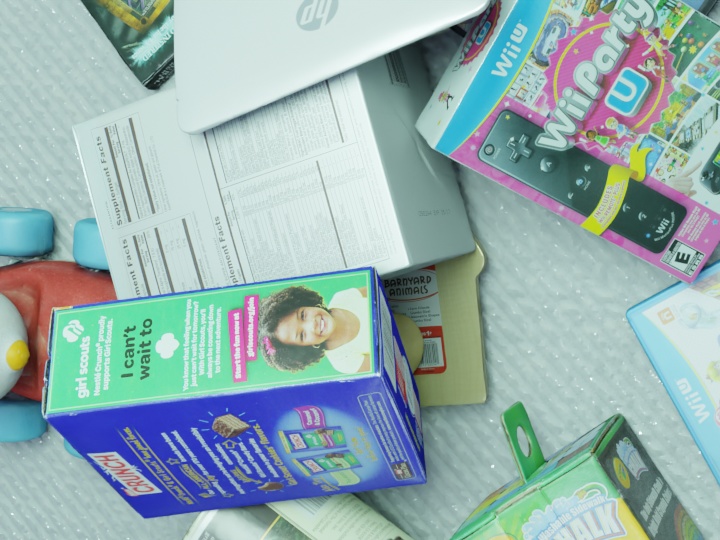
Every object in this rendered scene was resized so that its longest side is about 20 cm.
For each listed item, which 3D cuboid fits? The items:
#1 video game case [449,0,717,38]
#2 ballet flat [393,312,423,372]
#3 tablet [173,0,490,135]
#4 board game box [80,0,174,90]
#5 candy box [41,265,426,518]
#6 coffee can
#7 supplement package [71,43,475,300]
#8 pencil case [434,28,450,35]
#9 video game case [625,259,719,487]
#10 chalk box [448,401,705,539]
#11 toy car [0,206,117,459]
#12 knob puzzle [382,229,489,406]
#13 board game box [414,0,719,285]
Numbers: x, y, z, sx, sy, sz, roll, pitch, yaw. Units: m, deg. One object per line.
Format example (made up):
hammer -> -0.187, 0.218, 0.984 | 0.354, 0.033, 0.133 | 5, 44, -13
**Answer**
video game case -> 0.137, -0.208, 0.734 | 0.199, 0.026, 0.182 | 30, 101, -18
ballet flat -> -0.048, 0.087, 0.840 | 0.199, 0.063, 0.069 | -24, 90, 21
tablet -> -0.024, -0.164, 0.688 | 0.198, 0.014, 0.131 | -20, 56, 20
board game box -> -0.129, -0.253, 0.885 | 0.199, 0.028, 0.136 | -39, 82, 19
candy box -> -0.070, 0.081, 0.726 | 0.198, 0.170, 0.078 | -9, 58, 7
coffee can -> -0.021, 0.236, 0.834 | 0.199, 0.146, 0.147 | 34, 106, 15
supplement package -> -0.053, -0.053, 0.778 | 0.198, 0.152, 0.152 | -17, 88, 21
pencil case -> 0.021, -0.200, 0.807 | 0.198, 0.078, 0.090 | -15, 108, 21
video game case -> 0.294, 0.043, 0.764 | 0.199, 0.018, 0.144 | -31, 85, 21
chalk box -> 0.145, 0.182, 0.778 | 0.123, 0.124, 0.201 | -37, 80, 20
toy car -> -0.265, 0.056, 0.877 | 0.175, 0.200, 0.187 | 7, 98, 19
knob puzzle -> 0.000, 0.000, 0.862 | 0.217, 0.030, 0.222 | 2, 97, 21
board game box -> 0.156, -0.101, 0.728 | 0.199, 0.064, 0.148 | 26, 105, -16
